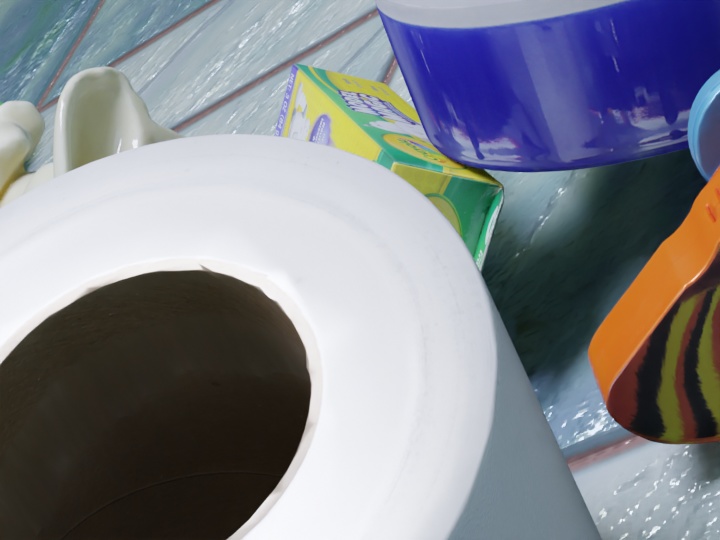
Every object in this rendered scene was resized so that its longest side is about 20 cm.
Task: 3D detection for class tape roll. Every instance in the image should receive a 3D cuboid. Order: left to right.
[{"bbox_3d":[-0.039,0.080,0.728,0.202,0.139,0.203,-12,50,14],"label":"tape roll"}]

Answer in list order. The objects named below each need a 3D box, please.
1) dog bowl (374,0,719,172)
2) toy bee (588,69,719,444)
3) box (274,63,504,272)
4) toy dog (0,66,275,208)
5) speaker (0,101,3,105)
[{"bbox_3d":[0.105,-0.113,0.923,0.200,0.079,0.200,-17,21,7],"label":"dog bowl"},{"bbox_3d":[0.155,-0.025,0.765,0.131,0.108,0.200,-83,18,-47],"label":"toy bee"},{"bbox_3d":[0.000,0.000,0.977,0.200,0.048,0.118,-134,58,-68],"label":"box"},{"bbox_3d":[-0.130,0.017,1.167,0.200,0.139,0.194,-14,73,50],"label":"toy dog"},{"bbox_3d":[-0.285,-0.024,1.555,0.088,0.088,0.200,-17,34,50],"label":"speaker"}]
